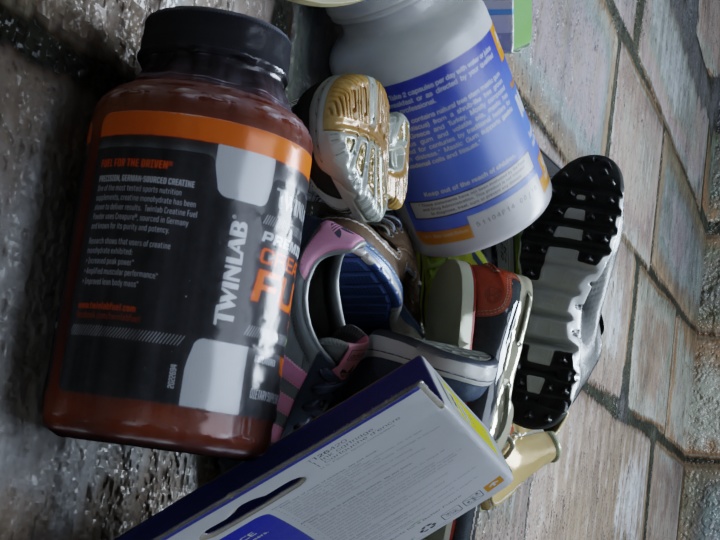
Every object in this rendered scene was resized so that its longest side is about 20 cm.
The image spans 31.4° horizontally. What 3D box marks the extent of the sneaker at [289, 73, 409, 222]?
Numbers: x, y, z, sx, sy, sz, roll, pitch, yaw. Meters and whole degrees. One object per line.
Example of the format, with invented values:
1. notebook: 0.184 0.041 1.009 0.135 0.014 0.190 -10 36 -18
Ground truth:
1. sneaker: -0.025 -0.064 0.721 0.200 0.088 0.076 23 71 -82

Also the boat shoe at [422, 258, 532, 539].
1. boat shoe: 0.074 0.093 0.835 0.063 0.071 0.200 12 77 -25

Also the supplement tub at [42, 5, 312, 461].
1. supplement tub: -0.080 -0.017 0.594 0.107 0.107 0.200 27 69 -66

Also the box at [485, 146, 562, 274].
1. box: 0.125 -0.037 1.037 0.200 0.060 0.117 -113 -163 -67

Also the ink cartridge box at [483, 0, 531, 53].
1. ink cartridge box: 0.065 -0.257 0.915 0.059 0.104 0.200 -35 126 -63

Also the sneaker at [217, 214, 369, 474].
1. sneaker: -0.037 0.065 0.747 0.070 0.082 0.200 -30 122 -65

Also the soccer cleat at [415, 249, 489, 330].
1. soccer cleat: 0.064 -0.012 0.956 0.200 0.065 0.084 -95 164 -59

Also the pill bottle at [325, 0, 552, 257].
1. pill bottle: 0.047 -0.119 0.859 0.200 0.112 0.112 66 33 -25

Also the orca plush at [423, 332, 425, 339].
1. orca plush: 0.065 0.133 1.022 0.071 0.105 0.200 126 -38 -49

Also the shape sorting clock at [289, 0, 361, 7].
1. shape sorting clock: -0.033 -0.235 0.661 0.200 0.039 0.200 4 84 -38

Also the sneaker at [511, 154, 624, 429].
1. sneaker: 0.147 0.017 0.920 0.090 0.066 0.200 29 74 -70

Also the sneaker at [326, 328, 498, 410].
1. sneaker: 0.014 0.111 0.781 0.202 0.077 0.146 169 -66 -68

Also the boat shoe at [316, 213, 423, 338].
1. boat shoe: 0.000 0.000 0.858 0.200 0.072 0.072 67 28 -66

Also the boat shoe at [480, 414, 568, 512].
1. boat shoe: 0.159 0.171 1.257 0.200 0.076 0.072 -49 138 -56

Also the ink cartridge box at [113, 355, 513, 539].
1. ink cartridge box: -0.033 0.119 0.648 0.047 0.198 0.200 62 5 30
